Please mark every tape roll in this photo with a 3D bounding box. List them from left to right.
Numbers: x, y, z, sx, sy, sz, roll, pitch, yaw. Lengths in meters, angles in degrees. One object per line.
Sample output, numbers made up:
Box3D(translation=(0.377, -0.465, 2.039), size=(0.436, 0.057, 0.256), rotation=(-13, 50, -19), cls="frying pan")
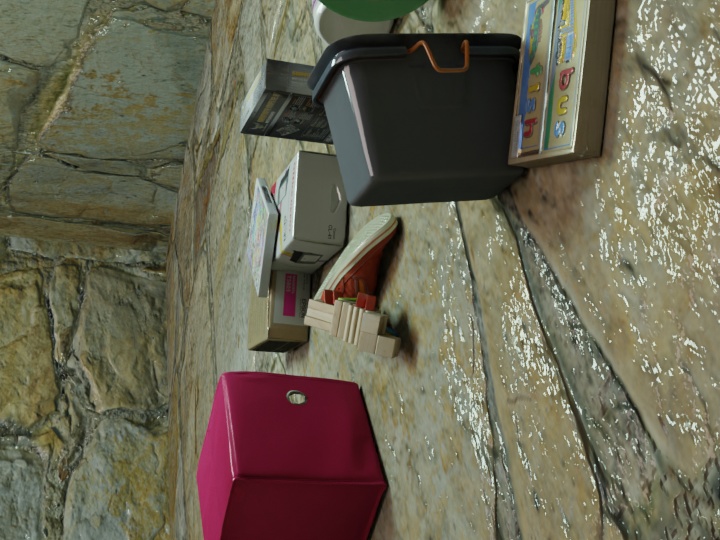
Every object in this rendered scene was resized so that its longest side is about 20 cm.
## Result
Box3D(translation=(0.014, -0.392, 1.242), size=(0.048, 0.200, 0.201), rotation=(-115, 34, -60), cls="tape roll")

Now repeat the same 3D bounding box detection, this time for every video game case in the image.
Box3D(translation=(-0.164, -0.058, 1.774), size=(0.200, 0.018, 0.143), rotation=(-117, 33, -67), cls="video game case")

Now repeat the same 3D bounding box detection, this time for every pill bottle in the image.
Box3D(translation=(-0.016, -0.414, 1.515), size=(0.112, 0.112, 0.200), rotation=(116, 154, -49), cls="pill bottle")

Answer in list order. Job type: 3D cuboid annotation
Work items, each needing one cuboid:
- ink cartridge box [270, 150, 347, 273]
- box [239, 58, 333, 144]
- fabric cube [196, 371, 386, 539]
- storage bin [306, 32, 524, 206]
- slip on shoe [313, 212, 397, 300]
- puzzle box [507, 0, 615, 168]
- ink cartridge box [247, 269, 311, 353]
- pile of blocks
Box3D(translation=(-0.086, -0.088, 1.687), size=(0.200, 0.085, 0.148), rotation=(139, 135, -70), cls="ink cartridge box")
Box3D(translation=(-0.087, -0.250, 1.621), size=(0.200, 0.158, 0.048), rotation=(144, 131, -70), cls="box")
Box3D(translation=(-0.098, 0.274, 1.397), size=(0.199, 0.196, 0.200), rotation=(-108, 29, -55), cls="fabric cube")
Box3D(translation=(0.066, -0.141, 1.019), size=(0.146, 0.200, 0.135), rotation=(137, 125, -66), cls="storage bin")
Box3D(translation=(0.000, 0.000, 1.416), size=(0.200, 0.061, 0.074), rotation=(-55, 7, 37), cls="slip on shoe")
Box3D(translation=(0.175, -0.192, 0.930), size=(0.133, 0.025, 0.200), rotation=(-178, 94, -73), cls="puzzle box")
Box3D(translation=(-0.139, 0.033, 1.844), size=(0.165, 0.075, 0.200), rotation=(151, 124, -69), cls="ink cartridge box")
Box3D(translation=(0.004, 0.057, 1.342), size=(0.200, 0.082, 0.062), rotation=(20, 101, 59), cls="pile of blocks")
